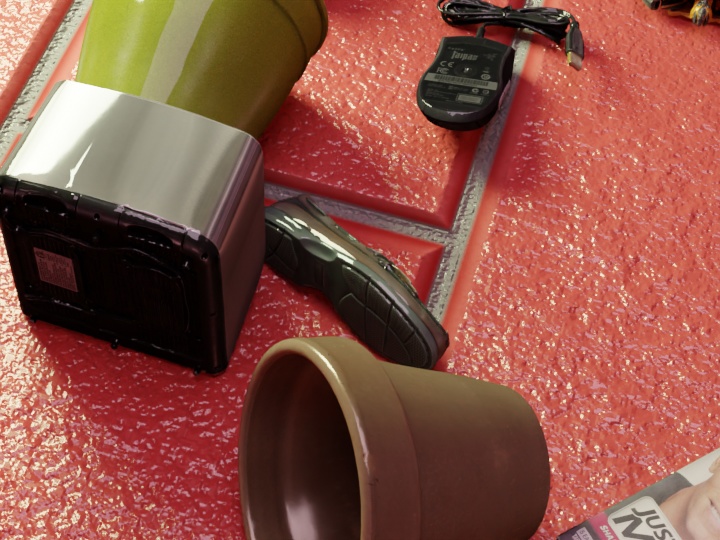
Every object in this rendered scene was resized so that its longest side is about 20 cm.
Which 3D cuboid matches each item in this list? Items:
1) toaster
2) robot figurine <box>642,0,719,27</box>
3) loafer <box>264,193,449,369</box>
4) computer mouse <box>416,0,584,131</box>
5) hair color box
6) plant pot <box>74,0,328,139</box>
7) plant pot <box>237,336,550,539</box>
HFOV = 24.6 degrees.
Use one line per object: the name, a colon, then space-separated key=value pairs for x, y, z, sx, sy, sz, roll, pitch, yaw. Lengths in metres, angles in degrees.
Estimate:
toaster: x=-0.172 y=-0.034 z=1.231 sx=0.179 sy=0.201 sz=0.119 roll=15 pitch=57 yaw=9
robot figurine: x=0.333 y=-0.311 z=1.567 sx=0.143 sy=0.059 sz=0.201 roll=11 pitch=52 yaw=6
loafer: x=0.000 y=0.000 z=1.300 sx=0.199 sy=0.072 sz=0.063 roll=37 pitch=52 yaw=25
computer mouse: x=0.125 y=-0.172 z=1.457 sx=0.139 sy=0.046 sz=0.201 roll=7 pitch=40 yaw=6
hair color box: x=0.245 y=0.189 z=1.151 sx=0.199 sy=0.061 sz=0.100 roll=-26 pitch=56 yaw=-10
plant pot: x=-0.151 y=-0.154 z=1.345 sx=0.198 sy=0.201 sz=0.194 roll=17 pitch=63 yaw=9
plant pot: x=0.032 y=0.143 z=1.131 sx=0.173 sy=0.201 sz=0.201 roll=-2 pitch=50 yaw=-28
